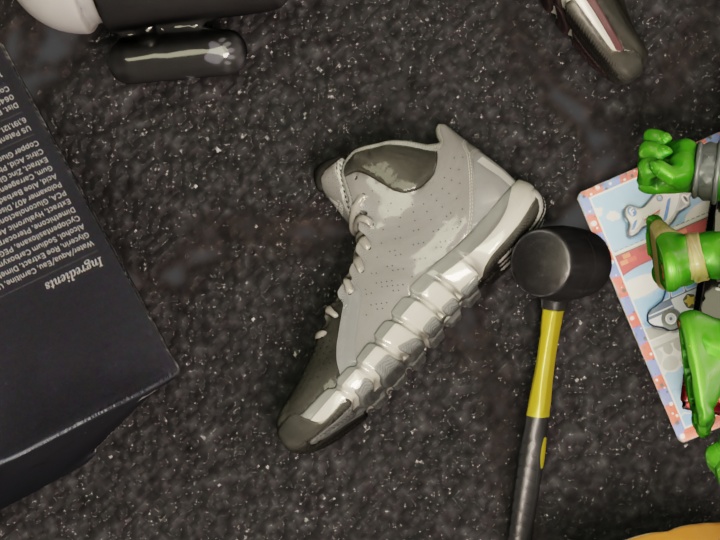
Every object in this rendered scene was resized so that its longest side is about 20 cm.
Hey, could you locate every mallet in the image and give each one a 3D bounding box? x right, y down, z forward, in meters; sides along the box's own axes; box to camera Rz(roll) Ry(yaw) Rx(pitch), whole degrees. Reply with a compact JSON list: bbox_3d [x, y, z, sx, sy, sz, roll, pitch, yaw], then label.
[{"bbox_3d":[0.104,0.072,1.416,0.041,0.066,0.202,11,103,27],"label":"mallet"}]

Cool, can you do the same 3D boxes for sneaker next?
[{"bbox_3d":[0.000,0.000,1.416,0.115,0.075,0.200,43,81,11],"label":"sneaker"},{"bbox_3d":[0.133,-0.212,1.412,0.115,0.076,0.201,-31,83,0],"label":"sneaker"}]

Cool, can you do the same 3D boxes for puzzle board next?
[{"bbox_3d":[0.240,-0.013,1.415,0.199,0.017,0.152,-23,84,4],"label":"puzzle board"}]

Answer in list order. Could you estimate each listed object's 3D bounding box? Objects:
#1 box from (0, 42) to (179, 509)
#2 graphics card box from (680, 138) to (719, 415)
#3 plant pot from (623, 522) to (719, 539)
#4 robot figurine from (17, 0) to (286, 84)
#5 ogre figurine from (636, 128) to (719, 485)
[{"bbox_3d":[-0.213,0.018,1.352,0.117,0.197,0.201,-27,83,-26],"label":"box"},{"bbox_3d":[0.249,-0.015,1.382,0.124,0.051,0.202,8,89,6],"label":"graphics card box"},{"bbox_3d":[0.169,0.239,1.328,0.199,0.200,0.185,-18,69,4],"label":"plant pot"},{"bbox_3d":[-0.106,-0.198,1.409,0.198,0.125,0.151,-8,51,5],"label":"robot figurine"},{"bbox_3d":[0.216,0.013,1.306,0.119,0.099,0.201,-10,42,1],"label":"ogre figurine"}]
